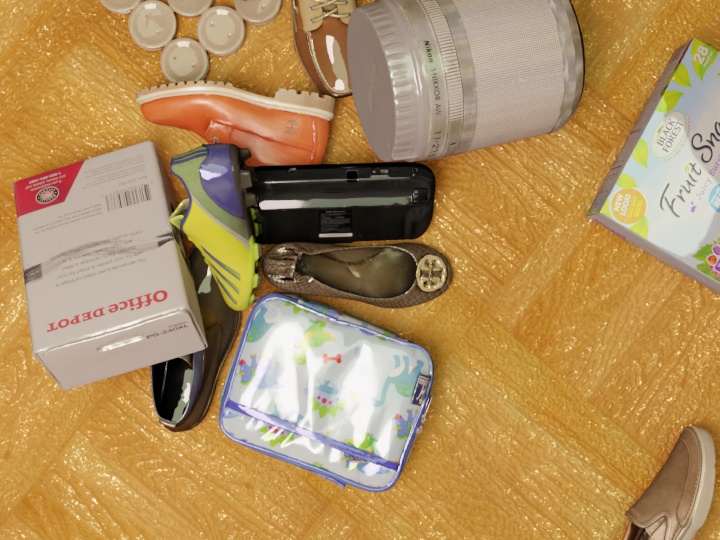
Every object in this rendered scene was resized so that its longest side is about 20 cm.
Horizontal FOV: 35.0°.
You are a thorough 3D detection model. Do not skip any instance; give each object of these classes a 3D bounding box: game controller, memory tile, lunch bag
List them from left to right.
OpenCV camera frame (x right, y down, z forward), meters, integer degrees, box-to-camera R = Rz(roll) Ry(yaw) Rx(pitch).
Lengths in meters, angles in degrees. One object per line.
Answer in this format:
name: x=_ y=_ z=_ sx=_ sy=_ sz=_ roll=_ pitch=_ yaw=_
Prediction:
memory tile: x=-0.190 y=-0.300 z=1.164 sx=0.153 sy=0.017 sz=0.200 roll=-42 pitch=90 yaw=-2
lunch bag: x=-0.033 y=0.122 z=1.129 sx=0.198 sy=0.082 sz=0.163 roll=22 pitch=91 yaw=0
game controller: x=-0.025 y=-0.065 z=1.126 sx=0.197 sy=0.105 sz=0.043 roll=-1 pitch=61 yaw=-2

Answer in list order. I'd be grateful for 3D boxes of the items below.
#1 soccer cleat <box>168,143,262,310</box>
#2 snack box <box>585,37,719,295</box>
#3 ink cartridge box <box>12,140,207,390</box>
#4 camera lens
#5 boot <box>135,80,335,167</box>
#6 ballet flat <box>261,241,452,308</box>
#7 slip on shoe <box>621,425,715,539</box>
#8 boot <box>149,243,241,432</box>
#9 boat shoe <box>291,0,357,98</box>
soccer cleat: x=-0.134 y=-0.039 z=1.065 sx=0.082 sy=0.202 sz=0.065 roll=-4 pitch=48 yaw=-3
snack box: x=0.350 y=-0.102 z=1.152 sx=0.167 sy=0.068 sz=0.202 roll=30 pitch=87 yaw=-1
ink cartridge box: x=-0.237 y=-0.005 z=1.078 sx=0.143 sy=0.084 sz=0.202 roll=-16 pitch=58 yaw=-2
camera lens: x=0.102 y=-0.196 z=1.087 sx=0.197 sy=0.160 sz=0.162 roll=-14 pitch=89 yaw=-13
boot: x=-0.129 y=-0.132 z=1.136 sx=0.197 sy=0.075 sz=0.109 roll=8 pitch=93 yaw=-3
ballet flat: x=0.000 y=0.000 z=1.136 sx=0.197 sy=0.046 sz=0.068 roll=6 pitch=85 yaw=-14
slip on shoe: x=0.296 y=0.249 z=1.142 sx=0.060 sy=0.076 sz=0.202 roll=17 pitch=96 yaw=-8
boot: x=-0.160 y=0.062 z=1.116 sx=0.074 sy=0.097 sz=0.203 roll=10 pitch=88 yaw=-1
boat shoe: x=-0.039 y=-0.274 z=1.139 sx=0.075 sy=0.074 sz=0.203 roll=-13 pitch=89 yaw=-2
